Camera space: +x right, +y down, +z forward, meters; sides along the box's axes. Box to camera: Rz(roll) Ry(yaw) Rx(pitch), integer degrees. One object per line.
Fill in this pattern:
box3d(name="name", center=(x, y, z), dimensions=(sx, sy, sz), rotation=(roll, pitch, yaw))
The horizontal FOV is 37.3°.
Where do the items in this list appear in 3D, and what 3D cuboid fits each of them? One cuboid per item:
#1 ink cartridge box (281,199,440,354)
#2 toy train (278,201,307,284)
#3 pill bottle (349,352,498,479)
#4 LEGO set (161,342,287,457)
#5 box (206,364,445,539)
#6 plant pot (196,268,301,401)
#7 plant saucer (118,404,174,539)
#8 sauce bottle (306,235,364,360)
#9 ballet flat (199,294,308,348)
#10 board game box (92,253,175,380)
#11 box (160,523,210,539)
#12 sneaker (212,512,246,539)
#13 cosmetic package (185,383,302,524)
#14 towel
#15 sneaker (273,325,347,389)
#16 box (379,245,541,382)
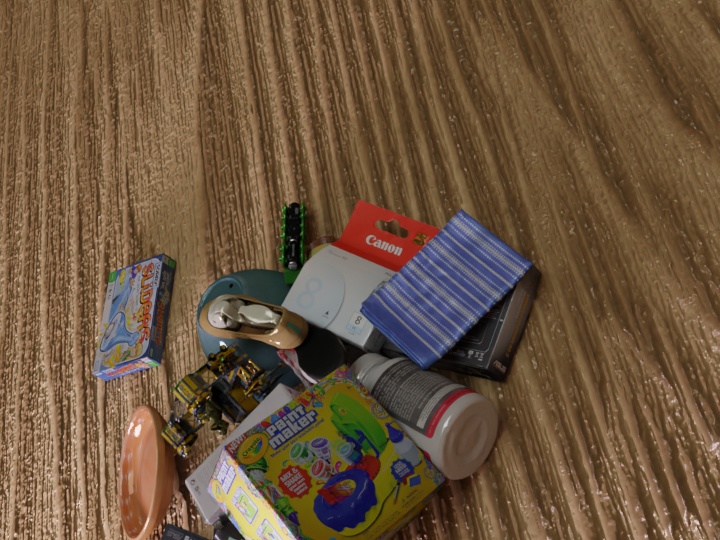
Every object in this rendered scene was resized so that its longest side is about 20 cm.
box3d(name="ink cartridge box", center=(0.000, 0.000, 1.498), dimensions=(0.159, 0.047, 0.201), rotation=(22, 81, 37))
box3d(name="toy train", center=(-0.101, -0.044, 1.645), dimensions=(0.041, 0.057, 0.201), rotation=(-4, 30, 0))
box3d(name="pill bottle", center=(0.070, 0.178, 1.370), dimensions=(0.199, 0.111, 0.111), rotation=(24, 80, 44))
box3d(name="LEGO set", center=(-0.188, 0.204, 1.498), dimensions=(0.116, 0.153, 0.201), rotation=(43, 136, 13))
box3d(name="box", center=(-0.044, 0.259, 1.290), dimensions=(0.199, 0.122, 0.193), rotation=(-32, 71, -34))
box3d(name="plant pot", center=(-0.169, 0.078, 1.604), dimensions=(0.199, 0.135, 0.202), rotation=(-19, 54, 29))
box3d(name="plant saucer", center=(-0.321, 0.304, 1.608), dimensions=(0.200, 0.037, 0.202), rotation=(-27, 60, 60))
box3d(name="sauce bottle", center=(-0.034, 0.040, 1.568), dimensions=(0.066, 0.066, 0.201), rotation=(-32, 46, 19))
box3d(name="ballet flat", center=(-0.159, 0.060, 1.474), dimensions=(0.199, 0.063, 0.069), rotation=(6, 66, 36))
box3d(name="board game box", center=(-0.391, 0.080, 1.851), dimensions=(0.134, 0.034, 0.202), rotation=(-18, 55, 30))
box3d(name="box", center=(-0.221, 0.456, 1.477), dimensions=(0.199, 0.051, 0.159), rotation=(8, 69, 40))
box3d(name="sneaker", center=(-0.140, 0.362, 1.298), dimensions=(0.077, 0.141, 0.200), rotation=(-31, 23, -15))
box3d(name="cosmetic package", center=(-0.130, 0.262, 1.476), dimensions=(0.200, 0.113, 0.081), rotation=(-46, 52, 10))
box3d(name="towel", center=(0.108, 0.022, 1.395), dimensions=(0.200, 0.024, 0.145), rotation=(-44, 52, -6))
box3d(name="sneaker", center=(-0.048, 0.134, 1.467), dimensions=(0.067, 0.108, 0.201), rotation=(-45, 29, -12))
box3d(name="box", center=(0.128, 0.054, 1.442), dimensions=(0.199, 0.048, 0.160), rotation=(7, 68, 41))
